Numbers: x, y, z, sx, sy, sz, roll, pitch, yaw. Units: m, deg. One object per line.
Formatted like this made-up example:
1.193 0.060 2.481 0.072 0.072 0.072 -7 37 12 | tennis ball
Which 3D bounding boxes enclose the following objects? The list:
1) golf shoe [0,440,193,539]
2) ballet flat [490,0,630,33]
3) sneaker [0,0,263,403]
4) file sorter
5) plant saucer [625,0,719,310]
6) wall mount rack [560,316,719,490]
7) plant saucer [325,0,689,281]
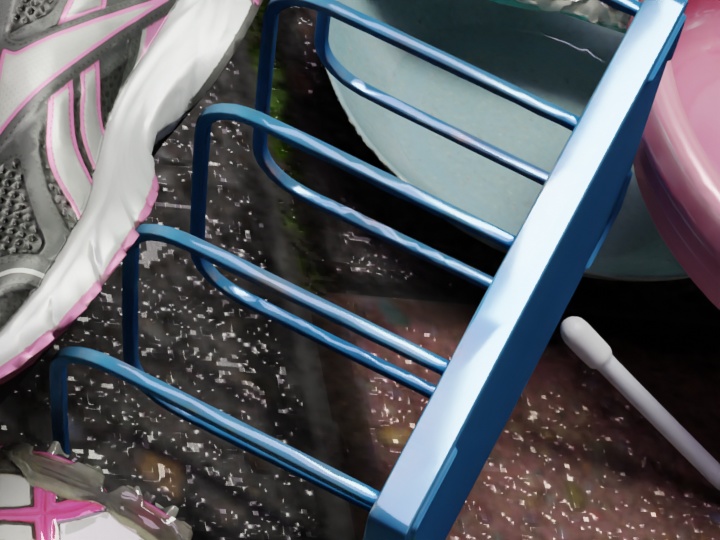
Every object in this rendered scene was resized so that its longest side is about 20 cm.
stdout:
-0.120 0.091 0.861 0.199 0.073 0.092 27 72 0 | golf shoe
0.100 -0.128 1.104 0.199 0.072 0.072 20 43 -5 | ballet flat
-0.104 -0.039 0.848 0.086 0.080 0.200 33 47 -10 | sneaker
0.000 0.000 0.900 0.122 0.139 0.201 25 65 8 | file sorter
0.173 -0.030 1.018 0.200 0.051 0.201 21 44 -21 | plant saucer
0.140 0.099 0.954 0.173 0.075 0.201 12 43 0 | wall mount rack
0.074 -0.060 1.103 0.200 0.039 0.202 13 44 -13 | plant saucer
